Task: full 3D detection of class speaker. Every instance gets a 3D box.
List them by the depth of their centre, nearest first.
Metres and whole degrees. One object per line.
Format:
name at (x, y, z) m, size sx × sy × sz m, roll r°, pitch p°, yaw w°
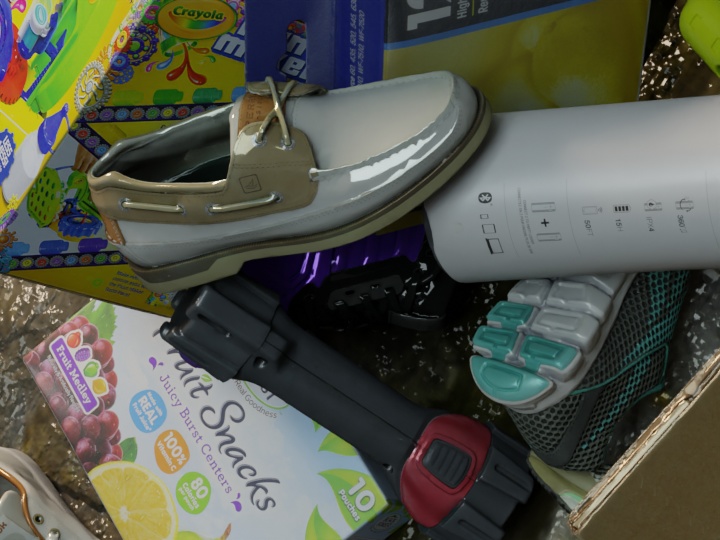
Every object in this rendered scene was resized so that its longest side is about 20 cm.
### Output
speaker at (0.133, -0.038, 1.124) m, size 0.199 × 0.081 × 0.082 m, roll -4°, pitch 79°, yaw 27°

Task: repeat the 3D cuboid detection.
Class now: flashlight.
flashlight at (-0.007, 0.067, 1.223) m, size 0.200 × 0.068 × 0.068 m, roll 34°, pitch 123°, yaw -13°

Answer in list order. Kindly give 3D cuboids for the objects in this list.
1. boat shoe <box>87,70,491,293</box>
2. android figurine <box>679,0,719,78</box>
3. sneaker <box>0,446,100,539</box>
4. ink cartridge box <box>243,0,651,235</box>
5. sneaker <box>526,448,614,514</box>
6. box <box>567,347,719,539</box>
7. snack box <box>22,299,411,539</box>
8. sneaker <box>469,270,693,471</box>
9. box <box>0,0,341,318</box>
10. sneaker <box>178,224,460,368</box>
boat shoe at (-0.038, -0.051, 1.139) m, size 0.199 × 0.068 × 0.075 m, roll -22°, pitch 35°, yaw 21°
android figurine at (0.241, -0.140, 1.176) m, size 0.181 × 0.041 × 0.200 m, roll -26°, pitch 56°, yaw -11°
sneaker at (-0.169, 0.170, 1.334) m, size 0.200 × 0.085 × 0.073 m, roll 38°, pitch 96°, yaw 24°
ink cartridge box at (0.044, -0.107, 1.174) m, size 0.199 × 0.198 × 0.047 m, roll -17°, pitch 49°, yaw -17°
sneaker at (0.180, 0.109, 1.192) m, size 0.199 × 0.077 × 0.089 m, roll 18°, pitch 79°, yaw 20°
box at (0.219, 0.114, 1.100) m, size 0.200 × 0.021 × 0.164 m, roll 39°, pitch 98°, yaw -14°
snack box at (-0.077, 0.087, 1.320) m, size 0.142 × 0.053 × 0.200 m, roll -38°, pitch 67°, yaw 13°
sneaker at (0.127, 0.018, 1.206) m, size 0.077 × 0.091 × 0.200 m, roll 10°, pitch 48°, yaw 41°
box at (-0.123, -0.121, 1.257) m, size 0.193 × 0.122 × 0.200 m, roll -53°, pitch 41°, yaw 26°
sneaker at (0.000, 0.000, 1.263) m, size 0.200 × 0.070 × 0.100 m, roll -39°, pitch 77°, yaw -12°
